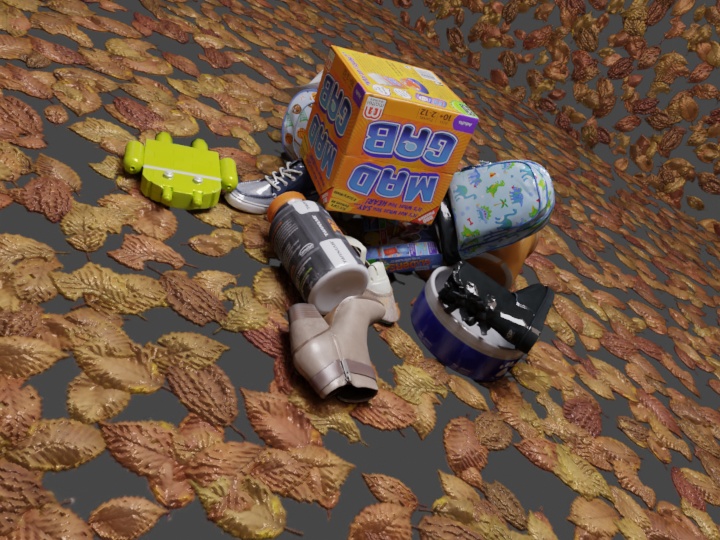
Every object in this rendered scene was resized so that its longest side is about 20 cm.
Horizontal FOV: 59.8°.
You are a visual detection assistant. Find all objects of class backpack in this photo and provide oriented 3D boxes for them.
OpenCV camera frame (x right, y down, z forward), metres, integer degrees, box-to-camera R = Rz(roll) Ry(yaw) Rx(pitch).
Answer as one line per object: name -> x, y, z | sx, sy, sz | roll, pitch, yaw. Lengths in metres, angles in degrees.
backpack -> 0.229, -0.111, 1.063 | 0.199, 0.154, 0.164 | -8, 75, 5
backpack -> -0.063, -0.272, 1.259 | 0.190, 0.201, 0.154 | 22, 14, 15

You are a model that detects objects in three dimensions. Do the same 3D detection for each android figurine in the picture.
android figurine -> -0.292, -0.163, 1.021 | 0.181, 0.041, 0.200 | 9, 35, -20

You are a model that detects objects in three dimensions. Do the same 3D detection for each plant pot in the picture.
plant pot -> 0.243, -0.048, 1.210 | 0.200, 0.200, 0.184 | 27, 46, -6

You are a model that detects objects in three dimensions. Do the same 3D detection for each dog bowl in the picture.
dog bowl -> 0.187, 0.086, 1.054 | 0.199, 0.079, 0.200 | 22, 32, -14

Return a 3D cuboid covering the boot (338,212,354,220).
boot -> 0.049, -0.152, 1.195 | 0.130, 0.068, 0.200 | 21, 47, 18

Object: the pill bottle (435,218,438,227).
pill bottle -> 0.206, -0.141, 1.362 | 0.199, 0.116, 0.116 | 21, 32, -16

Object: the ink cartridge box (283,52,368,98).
ink cartridge box -> -0.035, -0.374, 1.325 | 0.162, 0.199, 0.050 | 35, 60, -54

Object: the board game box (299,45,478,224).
board game box -> 0.036, -0.224, 1.046 | 0.199, 0.200, 0.200 | 6, 35, -25

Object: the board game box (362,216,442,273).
board game box -> 0.073, -0.070, 1.159 | 0.135, 0.035, 0.200 | -4, 36, 2

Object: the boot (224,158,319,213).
boot -> -0.143, -0.157, 1.105 | 0.200, 0.091, 0.073 | -10, 49, -48

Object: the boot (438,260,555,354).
boot -> 0.219, 0.040, 1.007 | 0.162, 0.074, 0.198 | 33, 31, 9

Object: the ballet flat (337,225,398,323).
ballet flat -> 0.000, 0.000, 1.026 | 0.200, 0.067, 0.068 | 46, 34, 22

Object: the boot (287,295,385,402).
boot -> -0.014, 0.111, 0.867 | 0.199, 0.070, 0.147 | -1, 49, -40

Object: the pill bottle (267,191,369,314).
pill bottle -> -0.076, -0.036, 0.974 | 0.106, 0.106, 0.200 | 1, 42, -41
